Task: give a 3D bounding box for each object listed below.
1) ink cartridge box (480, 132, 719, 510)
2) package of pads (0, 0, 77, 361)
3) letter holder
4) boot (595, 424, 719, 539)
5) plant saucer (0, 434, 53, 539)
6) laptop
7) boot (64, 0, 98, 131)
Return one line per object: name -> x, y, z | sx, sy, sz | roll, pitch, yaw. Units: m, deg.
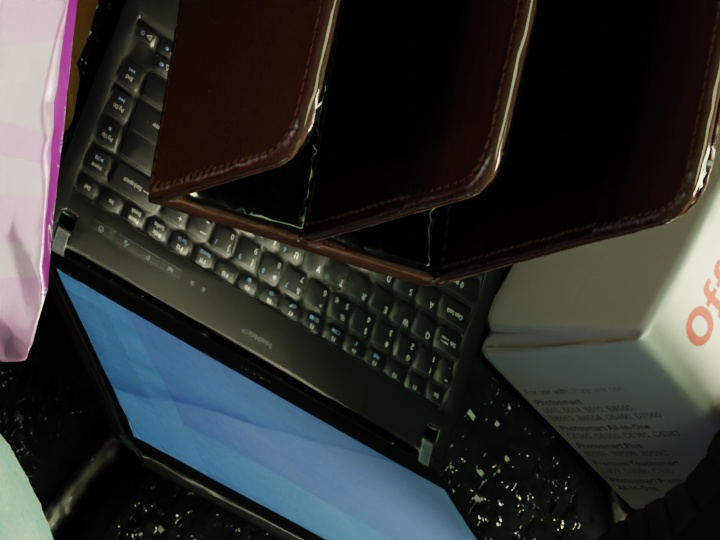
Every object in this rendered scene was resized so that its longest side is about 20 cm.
ink cartridge box -> 0.157, 0.030, 0.893 | 0.200, 0.084, 0.146 | 45, 62, -29
package of pads -> -0.165, -0.048, 0.542 | 0.199, 0.076, 0.121 | 6, 89, -17
letter holder -> 0.031, -0.112, 0.680 | 0.100, 0.142, 0.201 | 17, 74, -30
boot -> 0.155, 0.120, 0.819 | 0.138, 0.200, 0.078 | 28, 28, -26
plant saucer -> -0.144, 0.098, 0.571 | 0.200, 0.039, 0.203 | 6, 81, -36
laptop -> 0.000, 0.000, 0.756 | 0.177, 0.103, 0.201 | 32, 67, -33
boot -> -0.167, -0.061, 0.655 | 0.200, 0.073, 0.155 | 36, 57, -29
